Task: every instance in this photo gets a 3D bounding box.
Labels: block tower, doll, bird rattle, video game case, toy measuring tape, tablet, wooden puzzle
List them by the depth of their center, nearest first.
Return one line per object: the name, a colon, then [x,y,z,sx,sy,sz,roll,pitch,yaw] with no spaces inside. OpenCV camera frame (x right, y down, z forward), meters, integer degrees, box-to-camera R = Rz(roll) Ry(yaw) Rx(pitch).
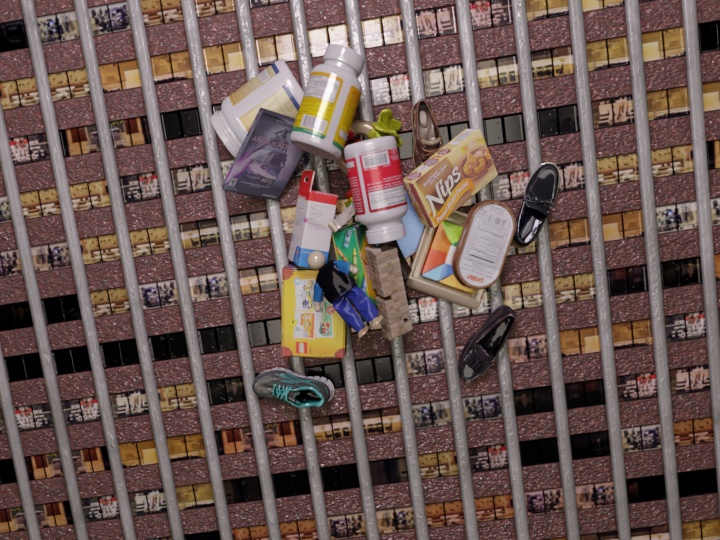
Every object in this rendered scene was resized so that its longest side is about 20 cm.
doll: [-0.045,0.045,1.110,0.136,0.048,0.201,-38,92,21]
block tower: [0.062,0.044,1.135,0.057,0.054,0.204,-20,106,-21]
video game case: [-0.195,-0.241,1.135,0.201,0.141,0.019,-52,51,31]
toy measuring tape: [-0.020,-0.134,1.165,0.074,0.073,0.200,44,52,-4]
bird rattle: [-0.005,-0.281,1.170,0.195,0.113,0.166,6,117,1]
wooden puzzle: [0.218,-0.029,1.211,0.181,0.037,0.204,19,99,-4]
tablet: [0.089,-0.095,1.228,0.198,0.014,0.131,-35,94,4]

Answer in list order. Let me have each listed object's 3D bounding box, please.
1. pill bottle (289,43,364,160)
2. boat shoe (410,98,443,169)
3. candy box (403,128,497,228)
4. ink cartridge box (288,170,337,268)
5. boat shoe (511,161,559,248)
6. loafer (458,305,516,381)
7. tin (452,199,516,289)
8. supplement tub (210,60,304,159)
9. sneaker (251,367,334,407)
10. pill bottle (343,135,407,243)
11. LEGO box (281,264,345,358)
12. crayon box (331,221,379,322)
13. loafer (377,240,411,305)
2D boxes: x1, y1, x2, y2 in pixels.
pill bottle: [-0.061,-0.337,1.065,0.111,0.113,0.204,18,91,0]
boat shoe: [0.151,-0.277,1.177,0.070,0.072,0.205,-7,96,3]
candy box: [0.195,-0.200,1.147,0.199,0.055,0.116,-39,117,-12]
ink cartridge box: [-0.104,-0.113,1.174,0.066,0.116,0.205,8,97,-20]
boat shoe: [0.394,-0.145,1.188,0.073,0.062,0.203,23,95,1]
loafer: [0.292,0.171,1.224,0.071,0.063,0.202,32,96,-1]
tin: [0.274,-0.057,1.179,0.110,0.042,0.204,18,94,-1]
supplement tub: [-0.209,-0.337,1.147,0.198,0.144,0.146,-33,94,5]
sneaker: [-0.160,0.278,1.237,0.195,0.091,0.080,4,95,2]
pill bottle: [0.036,-0.163,1.090,0.110,0.112,0.205,-11,100,3]
LEGO box: [-0.104,0.093,1.222,0.145,0.077,0.205,2,96,2]
crayon box: [0.000,0.000,1.177,0.057,0.119,0.205,-9,100,19]
loafer: [0.081,-0.007,1.194,0.070,0.073,0.205,-4,106,11]
